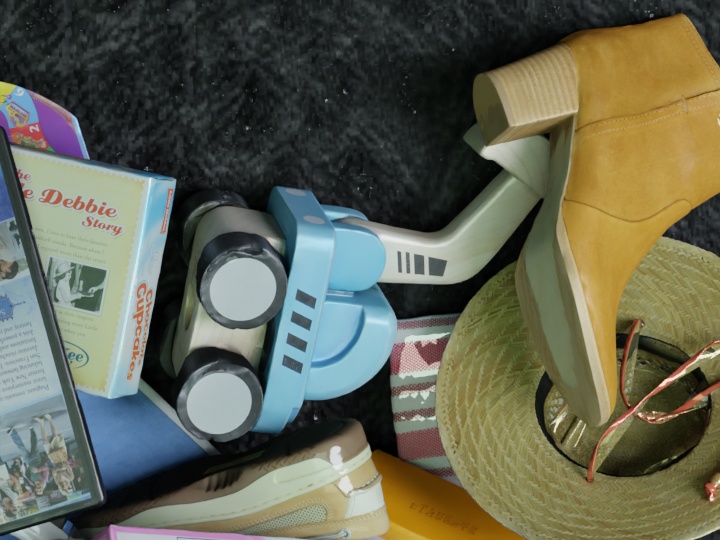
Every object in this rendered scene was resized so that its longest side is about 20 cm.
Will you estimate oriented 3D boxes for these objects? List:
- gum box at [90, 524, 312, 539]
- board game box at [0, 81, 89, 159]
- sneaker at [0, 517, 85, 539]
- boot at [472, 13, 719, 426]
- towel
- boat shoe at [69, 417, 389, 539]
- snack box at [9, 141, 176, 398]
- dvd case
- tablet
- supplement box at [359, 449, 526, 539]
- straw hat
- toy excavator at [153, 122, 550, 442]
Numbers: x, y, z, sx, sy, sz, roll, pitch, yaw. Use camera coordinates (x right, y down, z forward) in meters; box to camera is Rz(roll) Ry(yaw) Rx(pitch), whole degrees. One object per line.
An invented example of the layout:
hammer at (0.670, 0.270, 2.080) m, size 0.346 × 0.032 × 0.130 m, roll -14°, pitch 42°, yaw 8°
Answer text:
gum box at (-0.081, 0.188, 0.911) m, size 0.199 × 0.067 × 0.113 m, roll 12°, pitch 141°, yaw -41°
board game box at (-0.218, -0.006, 0.997) m, size 0.157 × 0.039 × 0.201 m, roll -14°, pitch 108°, yaw 4°
sneaker at (-0.156, 0.198, 0.980) m, size 0.200 × 0.077 × 0.075 m, roll 39°, pitch 141°, yaw -28°
boot at (0.150, -0.032, 0.942) m, size 0.143 × 0.071 × 0.203 m, roll -14°, pitch 87°, yaw -20°
towel at (0.093, 0.115, 1.050) m, size 0.145 × 0.030 × 0.202 m, roll -5°, pitch 107°, yaw 2°
boat shoe at (-0.075, 0.144, 0.981) m, size 0.199 × 0.072 × 0.077 m, roll -18°, pitch 99°, yaw 31°
snack box at (-0.203, -0.012, 0.945) m, size 0.199 × 0.037 × 0.117 m, roll 13°, pitch 95°, yaw 16°
dvd case at (-0.222, 0.041, 0.899) m, size 0.142 × 0.018 × 0.202 m, roll -16°, pitch 88°, yaw -6°
tablet at (-0.173, 0.099, 1.023) m, size 0.130 × 0.014 × 0.200 m, roll -36°, pitch 119°, yaw 12°
supplement box at (0.029, 0.222, 1.029) m, size 0.125 × 0.073 × 0.201 m, roll 21°, pitch 114°, yaw 20°
straw hat at (0.146, 0.081, 0.976) m, size 0.200 × 0.202 × 0.085 m, roll -20°, pitch 148°, yaw 6°
toy excavator at (0.000, 0.000, 0.986) m, size 0.198 × 0.100 × 0.196 m, roll 8°, pitch 108°, yaw -18°
